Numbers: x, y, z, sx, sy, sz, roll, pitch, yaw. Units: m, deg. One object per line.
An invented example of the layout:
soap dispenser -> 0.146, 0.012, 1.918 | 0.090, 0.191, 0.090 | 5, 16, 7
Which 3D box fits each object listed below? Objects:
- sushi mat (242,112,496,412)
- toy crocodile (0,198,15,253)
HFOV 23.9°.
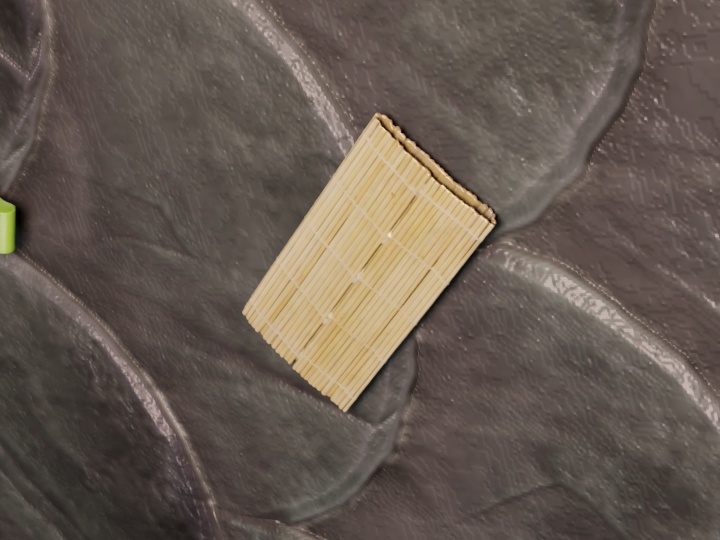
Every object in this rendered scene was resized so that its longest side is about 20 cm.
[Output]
sushi mat -> 0.000, 0.000, 1.028 | 0.096, 0.012, 0.200 | 43, 134, 7
toy crocodile -> -0.323, -0.064, 1.211 | 0.199, 0.062, 0.068 | 20, 127, 22
